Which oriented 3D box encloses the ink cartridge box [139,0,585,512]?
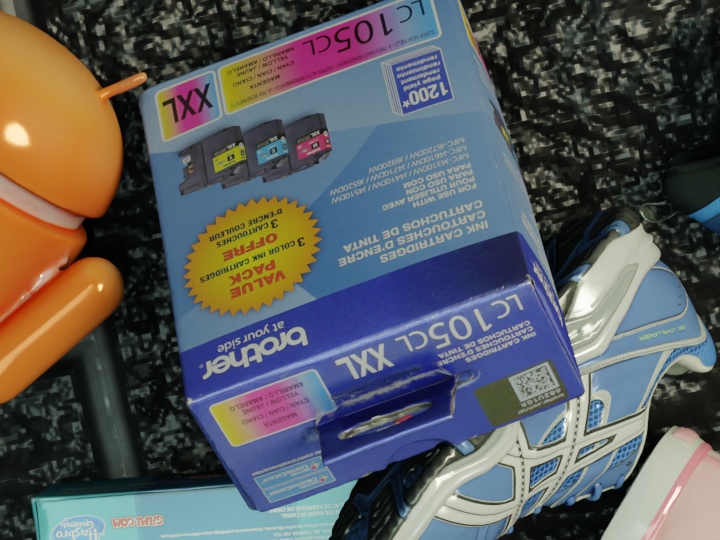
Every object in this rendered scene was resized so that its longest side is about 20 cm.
[{"bbox_3d":[0.000,0.000,1.097,0.136,0.076,0.200,-21,48,8],"label":"ink cartridge box"}]

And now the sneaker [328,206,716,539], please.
[{"bbox_3d":[0.063,0.069,1.129,0.077,0.076,0.200,46,75,-14],"label":"sneaker"}]

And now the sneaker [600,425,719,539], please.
[{"bbox_3d":[0.117,0.171,1.151,0.105,0.075,0.200,30,93,9],"label":"sneaker"}]

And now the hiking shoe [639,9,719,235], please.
[{"bbox_3d":[0.183,-0.096,1.126,0.087,0.074,0.200,23,96,4],"label":"hiking shoe"}]

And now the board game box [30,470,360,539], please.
[{"bbox_3d":[-0.046,0.182,1.186,0.151,0.047,0.200,-4,94,7],"label":"board game box"}]

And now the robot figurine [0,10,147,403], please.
[{"bbox_3d":[-0.170,-0.019,1.154,0.117,0.144,0.200,32,99,-33],"label":"robot figurine"}]
